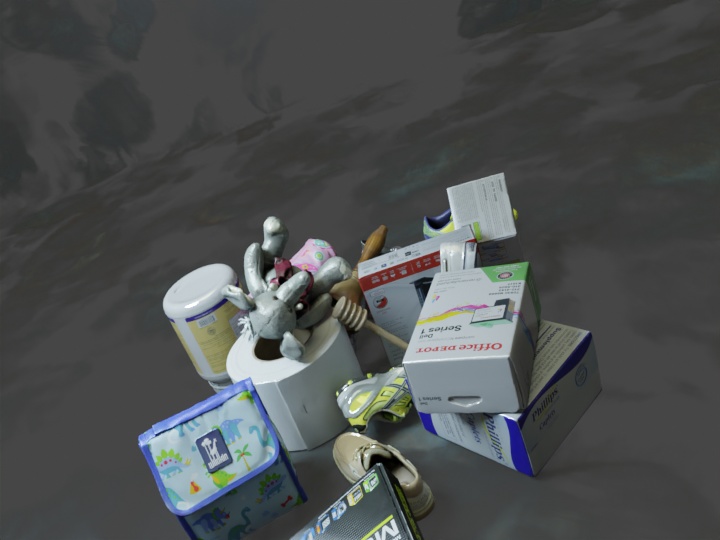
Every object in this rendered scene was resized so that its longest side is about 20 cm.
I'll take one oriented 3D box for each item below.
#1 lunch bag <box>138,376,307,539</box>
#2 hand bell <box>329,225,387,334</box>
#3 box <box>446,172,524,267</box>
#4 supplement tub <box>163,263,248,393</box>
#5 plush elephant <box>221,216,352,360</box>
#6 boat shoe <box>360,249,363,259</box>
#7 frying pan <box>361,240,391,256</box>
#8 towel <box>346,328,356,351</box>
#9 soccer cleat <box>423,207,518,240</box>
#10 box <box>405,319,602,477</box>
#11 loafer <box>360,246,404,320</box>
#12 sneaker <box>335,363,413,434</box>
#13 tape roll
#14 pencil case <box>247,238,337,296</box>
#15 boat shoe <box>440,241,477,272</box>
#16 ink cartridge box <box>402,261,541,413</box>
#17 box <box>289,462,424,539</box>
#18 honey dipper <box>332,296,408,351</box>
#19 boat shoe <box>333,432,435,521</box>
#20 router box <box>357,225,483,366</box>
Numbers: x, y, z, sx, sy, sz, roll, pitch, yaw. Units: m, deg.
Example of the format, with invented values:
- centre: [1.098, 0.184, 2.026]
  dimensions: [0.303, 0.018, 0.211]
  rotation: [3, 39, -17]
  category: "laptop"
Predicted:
- centre: [-0.185, 0.263, 0.948]
  dimensions: [0.167, 0.204, 0.127]
  rotation: [-26, 27, -12]
  category: "lunch bag"
- centre: [0.000, 0.000, 1.212]
  dimensions: [0.102, 0.105, 0.202]
  rotation: [3, 49, 39]
  category: "hand bell"
- centre: [0.225, -0.075, 1.223]
  dimensions: [0.099, 0.200, 0.116]
  rotation: [-13, 72, 14]
  category: "box"
- centre: [-0.257, 0.109, 1.269]
  dimensions: [0.142, 0.204, 0.147]
  rotation: [-17, 27, 9]
  category: "supplement tub"
- centre: [-0.118, 0.040, 1.040]
  dimensions: [0.202, 0.163, 0.155]
  rotation: [-52, 14, 3]
  category: "plush elephant"
- centre: [0.046, 0.013, 1.360]
  dimensions: [0.070, 0.062, 0.201]
  rotation: [15, 11, -28]
  category: "boat shoe"
- centre: [0.076, -0.023, 1.335]
  dimensions: [0.187, 0.032, 0.114]
  rotation: [13, 12, -45]
  category: "frying pan"
- centre: [-0.090, 0.089, 1.309]
  dimensions: [0.161, 0.087, 0.202]
  rotation: [-17, 28, 7]
  category: "towel"
- centre: [0.222, -0.100, 1.412]
  dimensions: [0.195, 0.085, 0.065]
  rotation: [-14, 27, 14]
  category: "soccer cleat"
- centre: [0.198, 0.156, 0.957]
  dimensions: [0.183, 0.107, 0.197]
  rotation: [-39, 31, -29]
  category: "box"
- centre: [0.056, 0.028, 1.227]
  dimensions: [0.069, 0.201, 0.074]
  rotation: [21, 57, -6]
  category: "loafer"
- centre: [0.061, 0.189, 1.054]
  dimensions: [0.195, 0.076, 0.078]
  rotation: [-17, 66, -16]
  category: "sneaker"
- centre: [-0.101, 0.167, 1.122]
  dimensions: [0.197, 0.142, 0.204]
  rotation: [-17, 27, 9]
  category: "tape roll"
- centre: [-0.123, 0.023, 1.271]
  dimensions: [0.086, 0.089, 0.200]
  rotation: [4, 36, 40]
  category: "pencil case"
- centre: [0.141, 0.050, 1.077]
  dimensions: [0.068, 0.205, 0.071]
  rotation: [6, 29, 12]
  category: "boat shoe"
- centre: [0.151, 0.085, 0.910]
  dimensions: [0.141, 0.086, 0.201]
  rotation: [-7, 31, 26]
  category: "ink cartridge box"
- centre: [-0.014, 0.349, 0.781]
  dimensions: [0.199, 0.048, 0.194]
  rotation: [-41, 25, 5]
  category: "box"
- centre: [0.045, 0.107, 1.093]
  dimensions: [0.038, 0.197, 0.038]
  rotation: [-51, 17, 23]
  category: "honey dipper"
- centre: [0.023, 0.262, 0.942]
  dimensions: [0.071, 0.066, 0.198]
  rotation: [-34, 30, -22]
  category: "boat shoe"
- centre: [0.113, 0.044, 1.135]
  dimensions: [0.195, 0.183, 0.049]
  rotation: [-19, 27, 6]
  category: "router box"
